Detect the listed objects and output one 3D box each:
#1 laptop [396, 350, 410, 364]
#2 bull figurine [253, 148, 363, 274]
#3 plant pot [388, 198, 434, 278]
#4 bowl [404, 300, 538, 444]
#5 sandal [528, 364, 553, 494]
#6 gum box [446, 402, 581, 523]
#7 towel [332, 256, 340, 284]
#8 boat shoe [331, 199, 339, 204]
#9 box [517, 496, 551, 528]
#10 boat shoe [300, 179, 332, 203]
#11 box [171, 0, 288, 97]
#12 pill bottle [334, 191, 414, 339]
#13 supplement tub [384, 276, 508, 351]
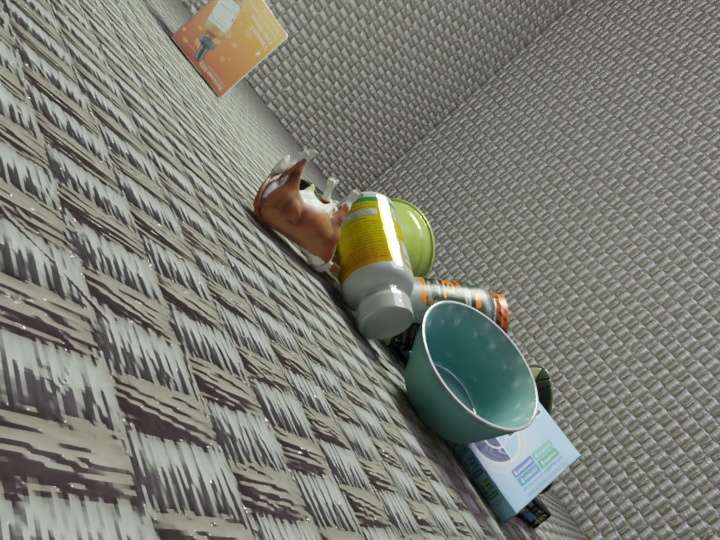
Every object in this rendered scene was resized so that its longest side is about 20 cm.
[{"bbox_3d":[0.171,0.184,1.097,0.202,0.115,0.187,53,4,8],"label":"laptop"},{"bbox_3d":[-0.064,-0.075,0.773,0.064,0.124,0.199,25,-5,32],"label":"bull figurine"},{"bbox_3d":[0.024,-0.049,1.095,0.202,0.200,0.183,53,17,17],"label":"plant pot"},{"bbox_3d":[0.139,0.155,0.803,0.196,0.106,0.204,23,38,-19],"label":"bowl"},{"bbox_3d":[0.286,0.263,0.967,0.057,0.078,0.208,25,65,-60],"label":"sandal"},{"bbox_3d":[0.215,0.243,0.883,0.202,0.167,0.045,54,-38,23],"label":"gum box"},{"bbox_3d":[0.000,0.000,0.959,0.202,0.086,0.018,56,11,33],"label":"towel"},{"bbox_3d":[-0.049,-0.109,1.343,0.069,0.074,0.202,54,3,-47],"label":"boat shoe"},{"bbox_3d":[0.259,0.361,1.074,0.200,0.049,0.200,47,9,-47],"label":"box"},{"bbox_3d":[-0.087,-0.111,1.013,0.068,0.071,0.202,51,6,-43],"label":"boat shoe"},{"bbox_3d":[-0.277,-0.501,1.231,0.153,0.199,0.107,48,4,-28],"label":"box"},{"bbox_3d":[0.019,-0.007,0.866,0.113,0.110,0.205,45,26,-51],"label":"pill bottle"},{"bbox_3d":[0.142,0.079,0.976,0.193,0.127,0.123,6,12,-5],"label":"supplement tub"}]
